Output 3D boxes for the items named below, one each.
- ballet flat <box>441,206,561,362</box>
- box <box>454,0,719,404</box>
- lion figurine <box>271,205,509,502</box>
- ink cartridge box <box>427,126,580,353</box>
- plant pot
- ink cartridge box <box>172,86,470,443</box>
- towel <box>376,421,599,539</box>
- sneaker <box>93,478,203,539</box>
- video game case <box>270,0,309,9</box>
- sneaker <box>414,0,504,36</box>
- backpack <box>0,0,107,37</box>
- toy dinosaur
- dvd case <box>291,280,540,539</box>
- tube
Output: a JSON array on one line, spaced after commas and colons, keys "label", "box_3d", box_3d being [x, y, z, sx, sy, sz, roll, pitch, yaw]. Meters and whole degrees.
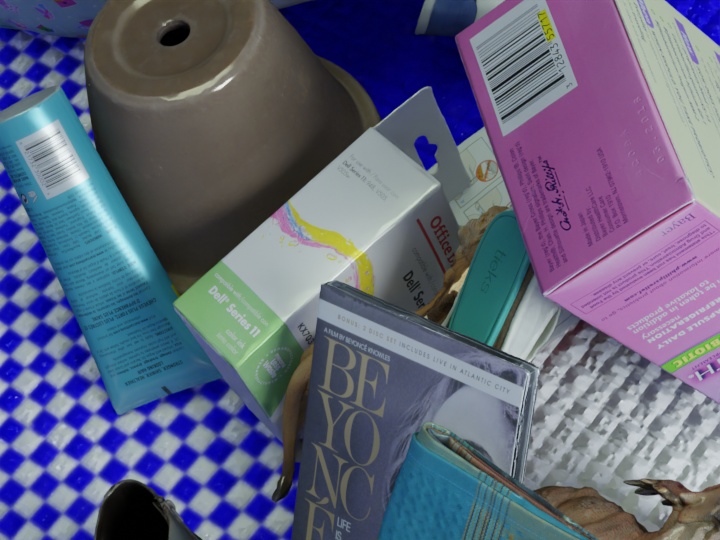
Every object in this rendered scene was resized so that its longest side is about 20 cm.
[{"label": "ballet flat", "box_3d": [0.064, 0.057, 1.195, 0.069, 0.069, 0.201, 40, 109, 33]}, {"label": "box", "box_3d": [0.163, -0.047, 1.175, 0.096, 0.200, 0.177, -34, 53, 24]}, {"label": "lion figurine", "box_3d": [0.026, 0.048, 1.241, 0.199, 0.123, 0.072, -29, 46, -18]}, {"label": "ink cartridge box", "box_3d": [0.140, -0.042, 1.347, 0.200, 0.050, 0.163, -39, 54, 9]}, {"label": "plant pot", "box_3d": [-0.088, -0.093, 1.344, 0.199, 0.175, 0.201, -8, 53, 10]}, {"label": "ink cartridge box", "box_3d": [0.000, 0.000, 1.286, 0.200, 0.117, 0.067, -42, 55, -8]}, {"label": "towel", "box_3d": [0.058, 0.194, 1.120, 0.146, 0.201, 0.022, 33, 30, 30]}, {"label": "sneaker", "box_3d": [-0.089, 0.210, 1.176, 0.075, 0.106, 0.200, -33, 53, -3]}, {"label": "video game case", "box_3d": [0.012, -0.232, 1.430, 0.182, 0.022, 0.200, -39, 13, -12]}, {"label": "sneaker", "box_3d": [0.113, -0.200, 1.435, 0.115, 0.081, 0.200, 24, 45, 0]}, {"label": "backpack", "box_3d": [-0.207, -0.231, 1.488, 0.199, 0.167, 0.127, 10, 64, 27]}, {"label": "toy dinosaur", "box_3d": [0.124, 0.146, 1.190, 0.199, 0.086, 0.135, 17, 49, 44]}, {"label": "dvd case", "box_3d": [0.022, 0.122, 1.162, 0.148, 0.201, 0.016, 23, 23, 40]}, {"label": "tube", "box_3d": [-0.156, -0.010, 1.305, 0.077, 0.201, 0.050, -19, 16, 23]}]
